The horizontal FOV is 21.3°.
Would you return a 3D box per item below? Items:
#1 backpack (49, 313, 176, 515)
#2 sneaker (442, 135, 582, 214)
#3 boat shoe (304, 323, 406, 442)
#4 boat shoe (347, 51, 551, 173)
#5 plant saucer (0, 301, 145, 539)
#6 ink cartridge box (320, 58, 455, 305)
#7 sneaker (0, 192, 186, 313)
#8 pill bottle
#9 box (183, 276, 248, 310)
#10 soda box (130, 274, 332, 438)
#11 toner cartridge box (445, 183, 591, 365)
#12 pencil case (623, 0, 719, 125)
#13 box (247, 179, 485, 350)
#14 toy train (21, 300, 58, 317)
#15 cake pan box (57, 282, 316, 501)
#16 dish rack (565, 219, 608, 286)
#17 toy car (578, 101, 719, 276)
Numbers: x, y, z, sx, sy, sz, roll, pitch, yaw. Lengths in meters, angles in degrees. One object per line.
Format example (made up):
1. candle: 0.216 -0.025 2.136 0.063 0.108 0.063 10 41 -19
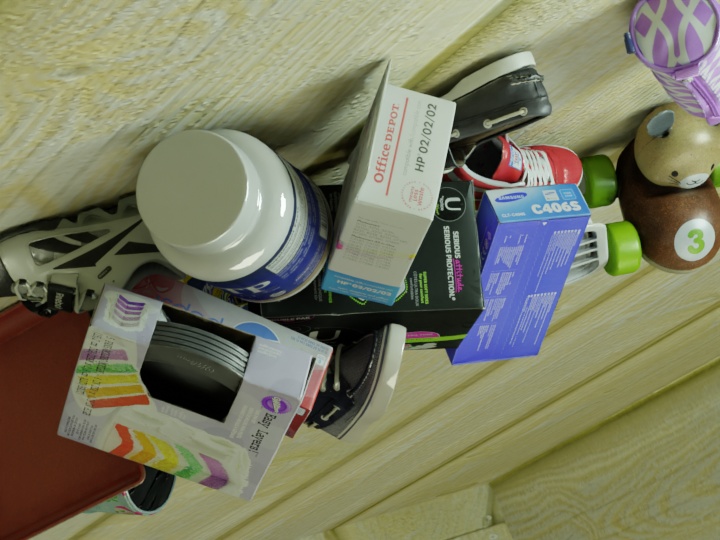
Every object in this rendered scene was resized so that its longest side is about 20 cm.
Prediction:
1. backpack: -0.239 0.134 1.828 0.150 0.201 0.178 -4 171 13
2. sneaker: 0.149 -0.098 1.809 0.199 0.072 0.112 -11 166 -31
3. boat shoe: -0.024 0.096 1.718 0.092 0.075 0.200 15 150 -8
4. boat shoe: 0.076 -0.116 1.640 0.199 0.061 0.074 -28 171 27
5. plant saucer: -0.294 0.135 1.733 0.199 0.201 0.037 -27 165 21
6. ink cartridge box: 0.025 -0.069 1.560 0.067 0.116 0.200 14 152 -4
7. sneaker: -0.236 0.003 1.567 0.199 0.089 0.074 -19 168 -8
8. pill bottle: -0.102 -0.046 1.511 0.119 0.120 0.200 -24 166 10
9. box: -0.072 0.007 1.879 0.199 0.065 0.070 -10 162 -44
10. soda box: -0.130 0.066 1.640 0.199 0.070 0.063 23 147 -6
11. toner cartridge box: 0.142 0.006 1.800 0.094 0.043 0.201 -6 139 -20
12. pencil case: 0.288 -0.186 1.654 0.084 0.086 0.200 -24 167 16
13. box: 0.000 0.000 1.736 0.199 0.125 0.149 -2 164 -7
14. toy train: -0.212 -0.012 1.661 0.199 0.034 0.046 -26 155 18
15. cake pan box: -0.147 0.102 1.586 0.183 0.053 0.200 19 144 -8
16. dish rack: 0.146 -0.004 1.902 0.199 0.044 0.172 -24 163 1
17. toy car: 0.326 -0.105 1.929 0.163 0.159 0.200 -10 153 -11
